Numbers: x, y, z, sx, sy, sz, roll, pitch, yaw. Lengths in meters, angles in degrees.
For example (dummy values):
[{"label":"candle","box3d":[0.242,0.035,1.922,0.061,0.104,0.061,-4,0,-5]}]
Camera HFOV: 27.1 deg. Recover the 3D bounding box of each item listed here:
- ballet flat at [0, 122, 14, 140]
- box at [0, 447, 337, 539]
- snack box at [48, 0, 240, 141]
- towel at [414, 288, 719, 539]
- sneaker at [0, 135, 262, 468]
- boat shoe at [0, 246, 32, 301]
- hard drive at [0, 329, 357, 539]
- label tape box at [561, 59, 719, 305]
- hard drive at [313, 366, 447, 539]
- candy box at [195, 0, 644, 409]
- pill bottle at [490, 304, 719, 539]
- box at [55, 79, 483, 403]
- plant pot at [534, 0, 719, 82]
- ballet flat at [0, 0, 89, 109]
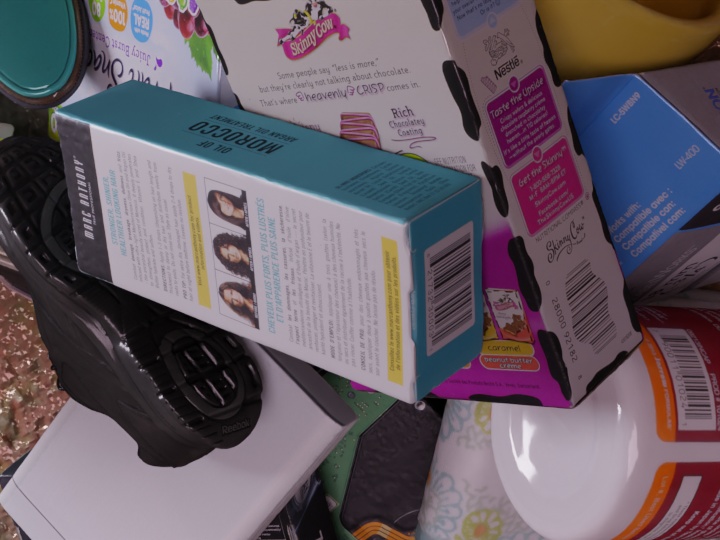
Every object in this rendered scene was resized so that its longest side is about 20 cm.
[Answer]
[{"label":"ballet flat","box3d":[-0.190,-0.047,0.835,0.199,0.067,0.067,19,137,-7]},{"label":"box","box3d":[-0.108,0.182,0.905,0.199,0.044,0.161,-6,109,27]},{"label":"snack box","box3d":[-0.100,-0.114,0.766,0.053,0.200,0.143,-9,113,-32]},{"label":"towel","box3d":[0.139,0.088,0.827,0.199,0.048,0.172,6,109,-17]},{"label":"sneaker","box3d":[-0.140,0.022,0.776,0.200,0.076,0.091,55,135,3]},{"label":"boat shoe","box3d":[-0.136,0.010,0.883,0.200,0.057,0.067,25,71,-2]},{"label":"hard drive","box3d":[-0.107,0.106,0.834,0.132,0.027,0.200,44,114,12]},{"label":"label tape box","box3d":[0.145,-0.037,0.716,0.063,0.200,0.144,62,142,18]},{"label":"hard drive","box3d":[0.025,0.145,0.903,0.200,0.038,0.140,43,109,-6]},{"label":"candy box","box3d":[0.026,-0.044,0.639,0.136,0.061,0.200,1,120,46]},{"label":"pill bottle","box3d":[0.173,0.075,0.733,0.199,0.113,0.113,4,113,-30]},{"label":"box","box3d":[-0.042,-0.018,0.634,0.200,0.049,0.083,20,126,35]},{"label":"plant pot","box3d":[0.049,-0.131,0.737,0.201,0.201,0.189,41,125,-5]},{"label":"ballet flat","box3d":[-0.199,-0.167,0.804,0.073,0.073,0.200,-35,78,18]}]
